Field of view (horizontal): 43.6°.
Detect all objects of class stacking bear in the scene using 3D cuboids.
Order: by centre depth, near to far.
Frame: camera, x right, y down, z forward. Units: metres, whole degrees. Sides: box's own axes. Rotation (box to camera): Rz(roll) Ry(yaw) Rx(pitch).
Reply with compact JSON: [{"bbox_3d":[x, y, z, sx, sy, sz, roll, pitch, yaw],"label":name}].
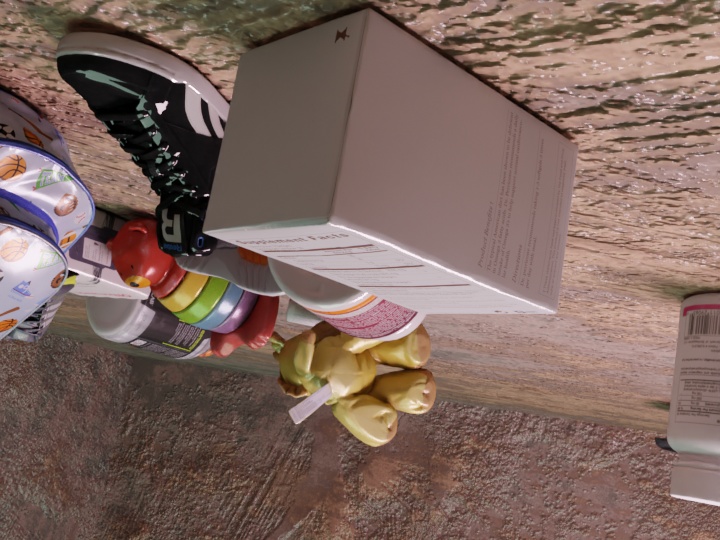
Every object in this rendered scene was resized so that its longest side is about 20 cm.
[{"bbox_3d":[-0.205,0.008,1.076,0.199,0.115,0.121,32,148,-33],"label":"stacking bear"}]

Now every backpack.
[{"bbox_3d":[-0.312,-0.044,0.704,0.154,0.190,0.200,49,-175,25],"label":"backpack"}]

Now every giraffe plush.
[{"bbox_3d":[-0.030,0.116,1.087,0.198,0.174,0.162,-15,-169,-26],"label":"giraffe plush"}]

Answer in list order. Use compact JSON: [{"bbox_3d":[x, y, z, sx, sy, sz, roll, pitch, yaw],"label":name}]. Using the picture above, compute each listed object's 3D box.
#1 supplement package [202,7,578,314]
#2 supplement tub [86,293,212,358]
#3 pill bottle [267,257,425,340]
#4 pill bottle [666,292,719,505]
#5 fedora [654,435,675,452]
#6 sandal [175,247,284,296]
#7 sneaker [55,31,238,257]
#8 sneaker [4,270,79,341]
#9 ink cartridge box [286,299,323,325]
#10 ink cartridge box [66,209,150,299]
[{"bbox_3d":[0.025,-0.051,0.550,0.199,0.118,0.117,21,164,-41],"label":"supplement package"},{"bbox_3d":[-0.290,0.060,1.325,0.122,0.124,0.200,3,165,34],"label":"supplement tub"},{"bbox_3d":[0.000,0.000,0.829,0.113,0.115,0.200,7,167,18],"label":"pill bottle"},{"bbox_3d":[0.370,0.133,0.903,0.112,0.202,0.113,10,169,2],"label":"pill bottle"},{"bbox_3d":[0.688,0.321,1.781,0.199,0.093,0.201,10,168,2],"label":"fedora"},{"bbox_3d":[-0.119,-0.018,0.967,0.206,0.080,0.059,12,174,44],"label":"sandal"},{"bbox_3d":[-0.129,-0.070,0.614,0.072,0.113,0.200,2,166,32],"label":"sneaker"},{"bbox_3d":[-0.362,0.037,1.003,0.073,0.082,0.200,15,165,-20],"label":"sneaker"},{"bbox_3d":[-0.001,0.020,1.111,0.161,0.057,0.201,12,147,-4],"label":"ink cartridge box"},{"bbox_3d":[-0.363,-0.032,1.085,0.144,0.085,0.199,2,164,38],"label":"ink cartridge box"}]
